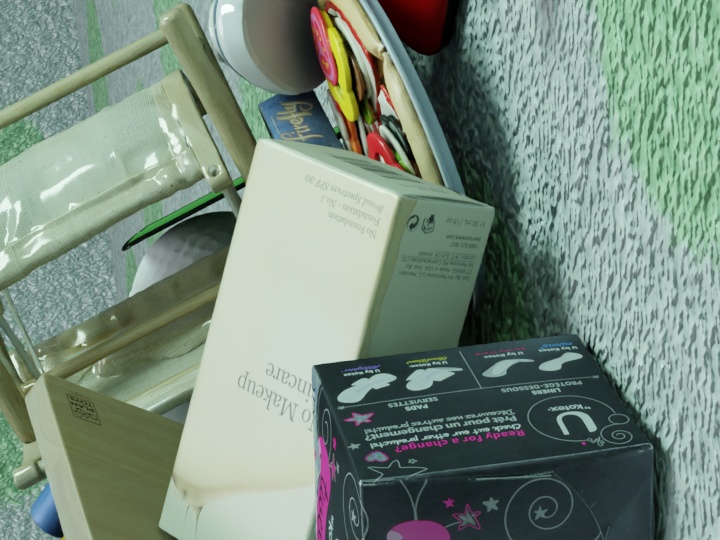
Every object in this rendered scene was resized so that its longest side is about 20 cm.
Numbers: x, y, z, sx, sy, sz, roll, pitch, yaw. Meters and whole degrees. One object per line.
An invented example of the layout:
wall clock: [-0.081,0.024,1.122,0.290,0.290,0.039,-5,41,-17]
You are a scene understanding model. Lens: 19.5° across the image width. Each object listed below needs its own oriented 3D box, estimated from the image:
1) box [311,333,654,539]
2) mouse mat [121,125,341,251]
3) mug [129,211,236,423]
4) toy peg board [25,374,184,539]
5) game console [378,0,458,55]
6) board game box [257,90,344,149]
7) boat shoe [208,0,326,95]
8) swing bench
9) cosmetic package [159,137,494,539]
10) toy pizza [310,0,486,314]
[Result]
box: [0.051,0.147,0.925,0.115,0.131,0.202,-120,25,-65]
mouse mat: [-0.076,-0.056,1.335,0.008,0.160,0.200,62,180,-4]
mug: [-0.076,0.074,1.309,0.201,0.147,0.176,103,153,-47]
toy peg board: [-0.088,0.178,1.076,0.098,0.199,0.200,-51,37,19]
game console: [0.030,-0.248,1.102,0.172,0.118,0.201,42,149,24]
board game box: [0.000,0.000,1.165,0.200,0.034,0.136,-116,4,-55]
boat shoe: [-0.052,-0.133,1.178,0.200,0.065,0.074,-8,-85,-72]
swing bench: [-0.140,-0.016,1.174,0.201,0.198,0.130,63,-178,-9]
cosmetic package: [-0.018,0.048,1.003,0.103,0.073,0.202,22,101,41]
toy pizza: [0.013,-0.066,1.109,0.200,0.032,0.201,156,90,-84]
